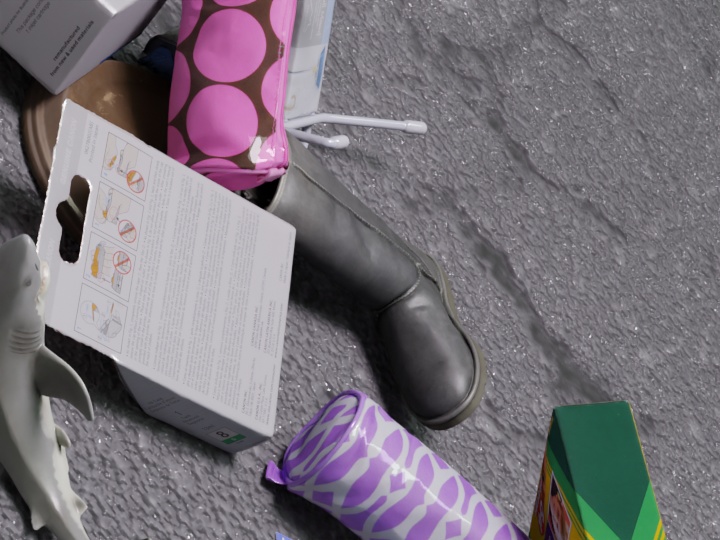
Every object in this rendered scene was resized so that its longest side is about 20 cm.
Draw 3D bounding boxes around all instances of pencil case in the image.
[{"bbox_3d":[-0.078,-0.153,1.642,0.091,0.093,0.201,16,78,-73],"label":"pencil case"},{"bbox_3d":[0.038,0.167,1.616,0.200,0.085,0.084,44,23,-15],"label":"pencil case"}]

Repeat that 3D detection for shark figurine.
[{"bbox_3d":[-0.203,0.098,1.402,0.089,0.128,0.216,-15,88,-30],"label":"shark figurine"}]

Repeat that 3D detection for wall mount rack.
[{"bbox_3d":[-0.002,-0.160,1.798,0.074,0.201,0.174,15,13,18],"label":"wall mount rack"}]

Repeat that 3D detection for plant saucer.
[{"bbox_3d":[-0.143,-0.066,1.664,0.200,0.029,0.201,34,35,-28],"label":"plant saucer"}]

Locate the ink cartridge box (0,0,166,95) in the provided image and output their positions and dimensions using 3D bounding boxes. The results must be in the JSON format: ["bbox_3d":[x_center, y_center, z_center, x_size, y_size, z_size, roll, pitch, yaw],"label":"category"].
[{"bbox_3d":[-0.227,-0.232,1.641,0.200,0.084,0.146,42,31,0],"label":"ink cartridge box"}]

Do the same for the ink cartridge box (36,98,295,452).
[{"bbox_3d":[-0.133,0.006,1.557,0.199,0.050,0.162,28,53,-32],"label":"ink cartridge box"}]

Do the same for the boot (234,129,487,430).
[{"bbox_3d":[-0.002,0.002,1.713,0.200,0.072,0.182,46,14,-42],"label":"boot"}]

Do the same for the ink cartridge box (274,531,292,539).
[{"bbox_3d":[-0.019,0.268,1.484,0.119,0.042,0.201,31,40,-31],"label":"ink cartridge box"}]

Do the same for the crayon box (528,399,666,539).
[{"bbox_3d":[0.159,0.215,1.633,0.058,0.201,0.173,-5,53,-7],"label":"crayon box"}]

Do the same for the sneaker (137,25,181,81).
[{"bbox_3d":[-0.091,-0.175,1.767,0.077,0.086,0.200,25,18,20],"label":"sneaker"}]
